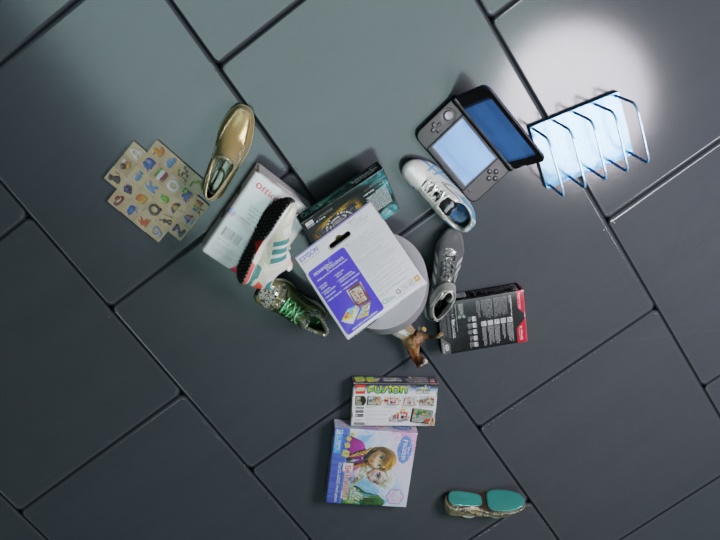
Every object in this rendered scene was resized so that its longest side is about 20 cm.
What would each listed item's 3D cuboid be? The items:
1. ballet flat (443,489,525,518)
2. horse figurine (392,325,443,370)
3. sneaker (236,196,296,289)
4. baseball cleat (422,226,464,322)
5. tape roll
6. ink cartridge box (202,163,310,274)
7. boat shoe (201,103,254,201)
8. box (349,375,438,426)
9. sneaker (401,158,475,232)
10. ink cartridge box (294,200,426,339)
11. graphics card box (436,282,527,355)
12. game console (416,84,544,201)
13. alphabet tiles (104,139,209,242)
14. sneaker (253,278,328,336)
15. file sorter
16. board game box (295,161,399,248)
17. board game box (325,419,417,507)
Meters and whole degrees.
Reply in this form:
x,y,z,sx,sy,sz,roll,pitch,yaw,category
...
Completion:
x,y,z,sx,sy,sz,roll,pitch,yaw,category
0.297,0.569,1.947,0.195,0.069,0.076,1,132,1,ballet flat
0.090,0.120,1.745,0.199,0.133,0.050,40,59,-2,horse figurine
-0.166,-0.049,1.600,0.092,0.070,0.202,22,105,-34,sneaker
0.185,0.010,1.688,0.068,0.106,0.205,12,92,-14,baseball cleat
0.044,0.027,1.670,0.195,0.066,0.205,-2,75,9,tape roll
-0.211,-0.092,1.650,0.146,0.086,0.201,35,101,-17,ink cartridge box
-0.262,-0.230,1.600,0.070,0.076,0.204,19,103,-9,boat shoe
0.076,0.299,1.840,0.195,0.035,0.113,2,109,-6,box
0.166,-0.157,1.669,0.199,0.073,0.072,40,104,-15,sneaker
0.000,0.000,1.620,0.196,0.043,0.202,-35,80,0,ink cartridge box
0.265,0.108,1.781,0.195,0.051,0.128,-10,110,-2,graphics card box
0.237,-0.249,1.617,0.170,0.119,0.200,-42,107,10,game console
-0.416,-0.161,1.651,0.199,0.006,0.167,40,102,-17,alphabet tiles
-0.134,0.082,1.691,0.198,0.089,0.078,28,100,-36,sneaker
0.466,-0.253,1.634,0.196,0.123,0.141,-21,111,2,file sorter
-0.023,-0.117,1.638,0.198,0.028,0.136,-34,141,-4,board game box
0.024,0.453,1.886,0.194,0.041,0.205,4,109,-7,board game box
